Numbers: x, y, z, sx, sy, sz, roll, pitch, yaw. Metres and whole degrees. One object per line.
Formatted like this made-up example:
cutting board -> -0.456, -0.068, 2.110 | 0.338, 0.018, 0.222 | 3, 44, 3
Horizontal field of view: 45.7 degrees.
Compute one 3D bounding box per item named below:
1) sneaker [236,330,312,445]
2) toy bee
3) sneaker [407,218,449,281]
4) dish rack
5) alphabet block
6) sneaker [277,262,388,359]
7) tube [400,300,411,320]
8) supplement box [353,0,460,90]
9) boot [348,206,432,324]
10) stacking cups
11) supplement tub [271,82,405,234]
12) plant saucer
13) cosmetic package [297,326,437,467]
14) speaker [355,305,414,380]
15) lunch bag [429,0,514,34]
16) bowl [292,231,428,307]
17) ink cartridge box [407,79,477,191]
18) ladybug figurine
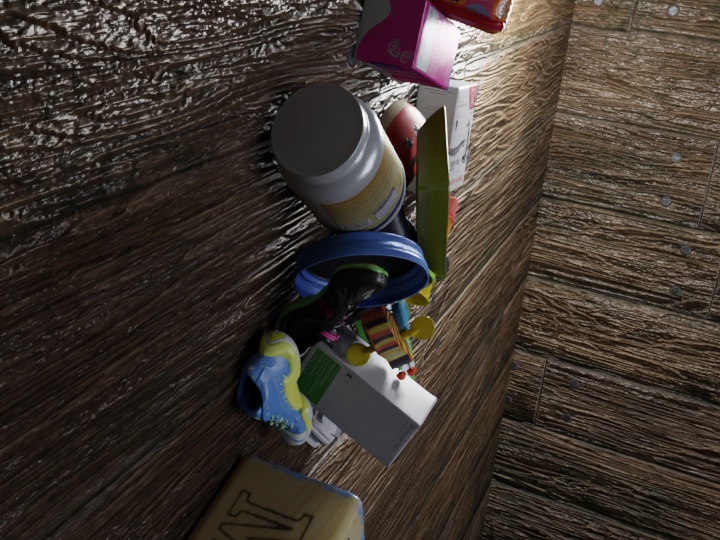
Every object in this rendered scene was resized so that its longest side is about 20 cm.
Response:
sneaker -> -0.127, 0.184, 1.179 | 0.105, 0.075, 0.204 | -41, 135, -39
toy bee -> 0.055, 0.104, 1.250 | 0.199, 0.129, 0.111 | -11, 77, -61
sneaker -> 0.077, -0.040, 1.546 | 0.199, 0.082, 0.072 | 41, 77, -31
dish rack -> -0.045, 0.192, 1.434 | 0.172, 0.043, 0.204 | 60, 46, -62
alphabet block -> -0.117, 0.410, 1.155 | 0.201, 0.192, 0.199 | -54, 149, -46
sneaker -> -0.033, 0.059, 1.169 | 0.076, 0.199, 0.085 | 21, 43, -41
tube -> 0.077, 0.036, 1.564 | 0.201, 0.049, 0.079 | -80, 155, -60
supplement box -> 0.076, -0.352, 1.318 | 0.199, 0.099, 0.106 | -2, 106, -69
boot -> -0.002, -0.020, 1.343 | 0.171, 0.197, 0.077 | 64, 7, -9
stacking cups -> 0.119, -0.042, 1.488 | 0.061, 0.059, 0.204 | 65, 40, -61
supplement tub -> -0.027, -0.140, 1.112 | 0.200, 0.141, 0.147 | 48, 58, -67
plant saucer -> 0.113, -0.124, 1.366 | 0.203, 0.047, 0.202 | 88, 3, -46
cosmetic package -> 0.003, 0.185, 1.296 | 0.109, 0.199, 0.085 | -58, 171, 31
speaker -> 0.035, 0.103, 1.459 | 0.088, 0.087, 0.204 | -45, 124, -55
lunch bag -> 0.152, -0.443, 1.364 | 0.200, 0.172, 0.084 | -83, -168, -73
bowl -> 0.000, 0.000, 1.219 | 0.201, 0.196, 0.040 | 55, 29, -64
ink cartridge box -> 0.156, -0.256, 1.629 | 0.146, 0.081, 0.205 | -34, 133, -63
ladybug figurine -> 0.063, -0.199, 1.426 | 0.137, 0.070, 0.202 | 77, 33, -52
